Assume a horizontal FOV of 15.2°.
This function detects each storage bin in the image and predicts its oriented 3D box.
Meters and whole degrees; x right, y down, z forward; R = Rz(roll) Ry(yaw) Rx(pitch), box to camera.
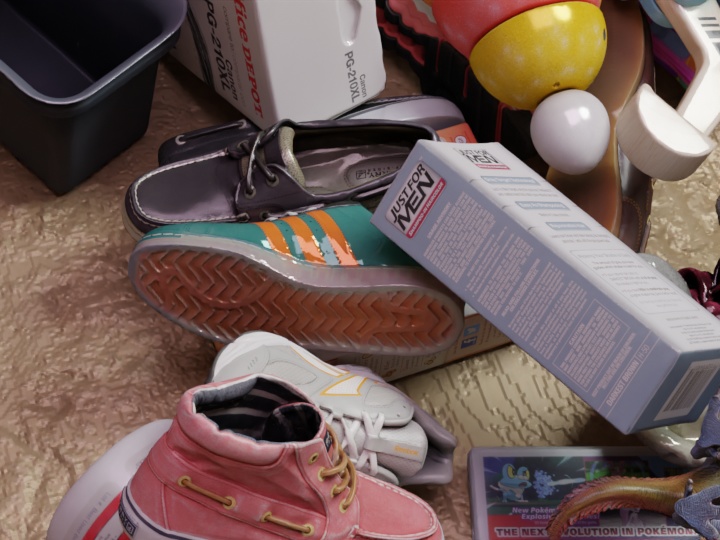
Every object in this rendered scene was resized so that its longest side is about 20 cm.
[{"bbox_3d":[-0.217,-0.144,1.690,0.200,0.135,0.145,40,62,20],"label":"storage bin"}]

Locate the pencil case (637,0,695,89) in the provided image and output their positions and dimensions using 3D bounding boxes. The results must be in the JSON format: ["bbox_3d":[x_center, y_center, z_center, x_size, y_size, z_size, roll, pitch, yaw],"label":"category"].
[{"bbox_3d":[0.190,-0.190,1.788,0.088,0.089,0.200,-38,70,-25],"label":"pencil case"}]

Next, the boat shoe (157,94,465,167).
[{"bbox_3d":[-0.032,-0.081,1.709,0.199,0.069,0.057,-16,60,-13],"label":"boat shoe"}]

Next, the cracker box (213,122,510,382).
[{"bbox_3d":[0.000,0.000,1.666,0.199,0.058,0.134,-18,61,-15],"label":"cracker box"}]

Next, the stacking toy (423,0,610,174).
[{"bbox_3d":[0.106,-0.149,1.670,0.145,0.146,0.201,-14,72,-14],"label":"stacking toy"}]

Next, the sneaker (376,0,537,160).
[{"bbox_3d":[0.067,-0.159,1.764,0.087,0.074,0.200,-31,65,-24],"label":"sneaker"}]

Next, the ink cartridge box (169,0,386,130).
[{"bbox_3d":[-0.080,-0.193,1.694,0.084,0.145,0.200,-29,44,-22],"label":"ink cartridge box"}]

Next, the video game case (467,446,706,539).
[{"bbox_3d":[0.166,0.187,1.585,0.199,0.023,0.183,0,58,-4],"label":"video game case"}]

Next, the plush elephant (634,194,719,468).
[{"bbox_3d":[0.215,0.027,1.607,0.154,0.201,0.165,-16,31,-9],"label":"plush elephant"}]

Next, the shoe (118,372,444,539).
[{"bbox_3d":[-0.026,0.115,1.452,0.199,0.091,0.072,10,36,-31],"label":"shoe"}]

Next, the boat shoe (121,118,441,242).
[{"bbox_3d":[-0.046,-0.059,1.626,0.199,0.065,0.072,-6,58,-7],"label":"boat shoe"}]

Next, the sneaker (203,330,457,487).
[{"bbox_3d":[-0.013,0.086,1.530,0.092,0.200,0.076,21,97,33],"label":"sneaker"}]

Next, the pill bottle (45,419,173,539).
[{"bbox_3d":[-0.073,0.187,1.507,0.112,0.112,0.200,-37,68,-25],"label":"pill bottle"}]

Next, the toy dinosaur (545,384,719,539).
[{"bbox_3d":[0.227,0.115,1.555,0.199,0.181,0.106,-3,79,20],"label":"toy dinosaur"}]

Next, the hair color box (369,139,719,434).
[{"bbox_3d":[0.112,0.007,1.533,0.200,0.061,0.099,41,20,23],"label":"hair color box"}]

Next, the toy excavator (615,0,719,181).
[{"bbox_3d":[0.213,-0.171,1.678,0.194,0.100,0.201,-21,72,-27],"label":"toy excavator"}]

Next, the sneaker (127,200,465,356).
[{"bbox_3d":[-0.035,-0.001,1.591,0.199,0.072,0.080,9,38,-2],"label":"sneaker"}]

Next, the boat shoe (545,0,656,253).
[{"bbox_3d":[0.154,-0.082,1.719,0.070,0.070,0.201,-4,64,30],"label":"boat shoe"}]
